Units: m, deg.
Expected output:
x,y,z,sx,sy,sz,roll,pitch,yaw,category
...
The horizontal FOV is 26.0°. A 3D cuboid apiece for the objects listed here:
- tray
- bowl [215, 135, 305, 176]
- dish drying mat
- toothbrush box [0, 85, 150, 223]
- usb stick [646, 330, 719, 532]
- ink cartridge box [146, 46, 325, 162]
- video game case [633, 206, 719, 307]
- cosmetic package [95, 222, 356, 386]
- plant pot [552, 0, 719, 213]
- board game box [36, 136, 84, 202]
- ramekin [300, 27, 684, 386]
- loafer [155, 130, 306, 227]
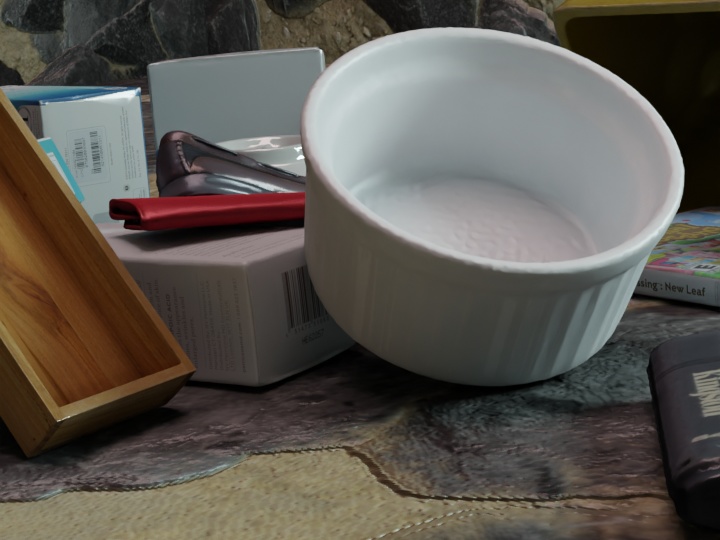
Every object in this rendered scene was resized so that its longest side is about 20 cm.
x,y,z,sx,sy,sz,roll,pitch,yaw,category
-0.179,-0.007,0.790,0.098,0.201,0.037,-18,-23,-52,tray
-0.067,-0.049,1.158,0.199,0.095,0.201,-3,11,1,bowl
-0.045,-0.037,0.930,0.198,0.018,0.077,-3,4,-23,dish drying mat
-0.241,-0.059,1.140,0.085,0.148,0.199,-13,15,-38,toothbrush box
0.153,0.064,0.661,0.055,0.033,0.200,-2,12,8,usb stick
-0.098,-0.115,1.347,0.145,0.148,0.200,-5,8,-1,ink cartridge box
0.240,-0.013,1.043,0.199,0.022,0.181,-13,14,-36,video game case
-0.111,0.016,0.909,0.199,0.075,0.101,1,12,35,cosmetic package
0.299,-0.176,1.205,0.193,0.196,0.200,5,43,41,plant pot
-0.282,-0.003,0.915,0.199,0.047,0.151,-29,1,23,board game box
0.062,-0.033,0.825,0.199,0.098,0.201,6,42,-5,ramekin
-0.049,-0.045,1.026,0.199,0.063,0.072,16,-42,-41,loafer
